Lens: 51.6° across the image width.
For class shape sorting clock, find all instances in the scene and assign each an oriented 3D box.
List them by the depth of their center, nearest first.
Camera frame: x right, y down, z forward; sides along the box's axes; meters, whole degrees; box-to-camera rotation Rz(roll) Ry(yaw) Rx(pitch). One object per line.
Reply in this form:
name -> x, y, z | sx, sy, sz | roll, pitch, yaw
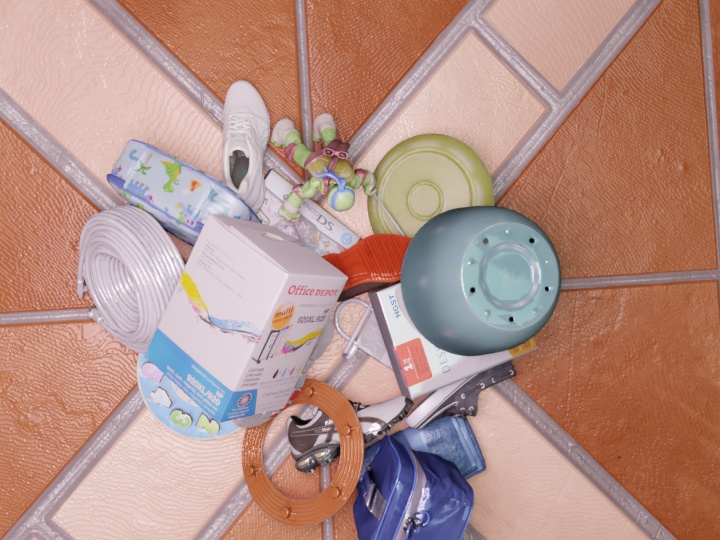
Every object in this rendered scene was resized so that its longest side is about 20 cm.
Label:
shape sorting clock -> -0.225, 0.143, 1.077 | 0.195, 0.039, 0.205 | 0, 91, -8

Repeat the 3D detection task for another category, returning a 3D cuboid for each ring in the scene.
ring -> -0.087, 0.256, 1.056 | 0.196, 0.019, 0.205 | -7, 74, 23

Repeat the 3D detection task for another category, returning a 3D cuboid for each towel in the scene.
towel -> 0.085, 0.293, 1.124 | 0.197, 0.049, 0.114 | -24, 91, -9

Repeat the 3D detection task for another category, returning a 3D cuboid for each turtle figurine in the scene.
turtle figurine -> -0.054, -0.121, 1.079 | 0.142, 0.200, 0.196 | -31, 53, 8

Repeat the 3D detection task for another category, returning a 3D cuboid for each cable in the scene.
cable -> -0.302, 0.015, 0.997 | 0.199, 0.203, 0.069 | 38, 43, 24

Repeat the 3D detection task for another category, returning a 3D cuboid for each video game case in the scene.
video game case -> -0.119, -0.017, 1.114 | 0.179, 0.025, 0.202 | 36, 82, -7

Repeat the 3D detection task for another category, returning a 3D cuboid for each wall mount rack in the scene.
wall mount rack -> 0.065, 0.084, 1.117 | 0.198, 0.074, 0.176 | 31, 80, -8

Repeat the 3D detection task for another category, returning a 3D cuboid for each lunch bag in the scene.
lunch bag -> 0.059, 0.314, 0.994 | 0.130, 0.200, 0.138 | 22, 89, -5
lunch bag -> -0.234, -0.087, 1.018 | 0.197, 0.161, 0.084 | 28, 81, 11

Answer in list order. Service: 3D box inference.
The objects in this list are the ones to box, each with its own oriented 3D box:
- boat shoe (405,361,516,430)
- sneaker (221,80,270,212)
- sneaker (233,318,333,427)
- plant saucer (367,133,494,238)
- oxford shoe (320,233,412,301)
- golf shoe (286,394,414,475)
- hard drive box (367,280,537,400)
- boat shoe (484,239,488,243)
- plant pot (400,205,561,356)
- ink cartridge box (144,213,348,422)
boat shoe -> 0.157, 0.188, 1.116 | 0.198, 0.070, 0.067 | -31, 78, -28
sneaker -> -0.167, -0.187, 1.075 | 0.069, 0.080, 0.205 | -4, 76, 0
sneaker -> -0.119, 0.131, 1.055 | 0.082, 0.077, 0.201 | 41, 93, 32
plant saucer -> 0.099, -0.103, 1.108 | 0.195, 0.031, 0.205 | 1, 92, 19
oxford shoe -> 0.000, 0.000, 1.054 | 0.196, 0.073, 0.072 | -13, 71, -22
golf shoe -> -0.020, 0.215, 1.086 | 0.197, 0.078, 0.096 | -26, 81, 2
hard drive box -> 0.129, 0.072, 1.057 | 0.196, 0.077, 0.159 | -20, 91, -9
boat shoe -> 0.168, -0.058, 1.152 | 0.066, 0.073, 0.205 | -9, 89, -37
plant pot -> 0.163, 0.011, 0.945 | 0.196, 0.161, 0.206 | 1, 87, -10
ink cartridge box -> -0.140, 0.057, 0.933 | 0.143, 0.146, 0.203 | 33, 103, 26
